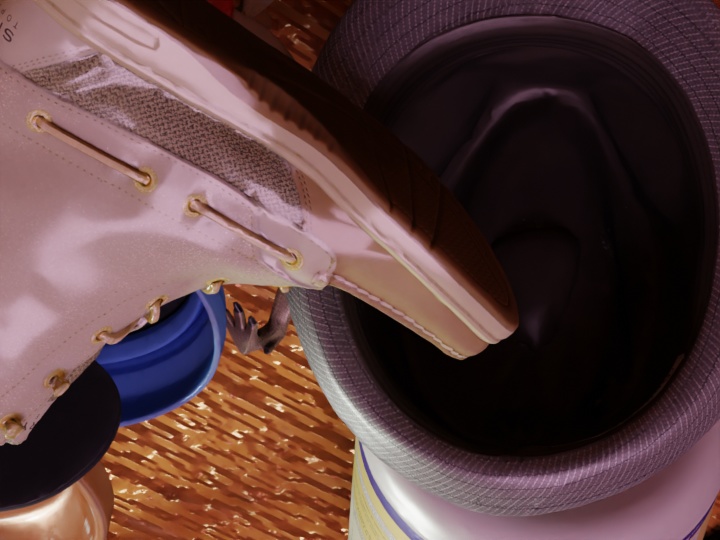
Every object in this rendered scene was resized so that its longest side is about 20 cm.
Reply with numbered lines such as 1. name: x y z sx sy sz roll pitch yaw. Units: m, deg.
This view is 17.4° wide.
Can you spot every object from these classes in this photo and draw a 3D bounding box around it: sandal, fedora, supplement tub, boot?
1. sandal: -0.181 0.032 0.832 0.199 0.076 0.043 20 164 -12
2. fedora: 0.062 -0.012 0.844 0.176 0.201 0.090 -4 171 5
3. supplement tub: 0.067 0.100 0.963 0.145 0.146 0.200 -3 146 -5
4. boot: -0.063 0.002 0.769 0.200 0.072 0.155 35 107 -17

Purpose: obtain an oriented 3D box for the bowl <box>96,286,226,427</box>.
1. bowl: -0.145 -0.006 0.876 0.200 0.040 0.201 9 149 5

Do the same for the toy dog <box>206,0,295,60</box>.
1. toy dog: -0.062 -0.137 0.783 0.131 0.097 0.200 12 145 -2

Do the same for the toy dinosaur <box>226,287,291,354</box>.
1. toy dinosaur: 0.000 0.000 0.913 0.101 0.058 0.201 -36 143 -36

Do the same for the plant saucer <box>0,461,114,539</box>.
1. plant saucer: -0.196 0.071 0.950 0.199 0.032 0.201 9 150 5

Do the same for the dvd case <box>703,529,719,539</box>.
1. dvd case: 0.258 0.130 1.117 0.200 0.018 0.143 -36 127 25
